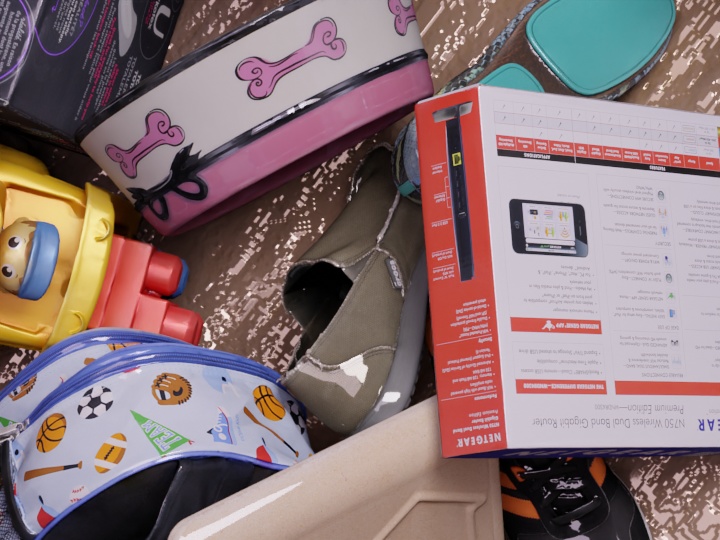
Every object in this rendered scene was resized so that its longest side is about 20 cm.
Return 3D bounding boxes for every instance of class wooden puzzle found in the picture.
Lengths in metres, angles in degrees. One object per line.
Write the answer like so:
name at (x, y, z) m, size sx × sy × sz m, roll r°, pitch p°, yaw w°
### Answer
wooden puzzle at (-0.010, 0.170, 1.272) m, size 0.185 × 0.201 × 0.046 m, roll -25°, pitch 37°, yaw -22°

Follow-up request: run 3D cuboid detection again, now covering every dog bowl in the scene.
dog bowl at (-0.049, -0.087, 1.328) m, size 0.200 × 0.200 × 0.074 m, roll -27°, pitch 90°, yaw 8°

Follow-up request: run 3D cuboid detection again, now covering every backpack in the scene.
backpack at (-0.112, 0.119, 1.301) m, size 0.190 × 0.200 × 0.154 m, roll -36°, pitch 57°, yaw 33°

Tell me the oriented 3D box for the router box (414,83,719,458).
router box at (0.121, 0.005, 1.272) m, size 0.049 × 0.200 × 0.180 m, roll -13°, pitch 77°, yaw 47°

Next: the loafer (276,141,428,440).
loafer at (0.000, 0.000, 1.318) m, size 0.069 × 0.200 × 0.075 m, roll 25°, pitch 133°, yaw -17°

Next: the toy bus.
toy bus at (-0.180, -0.003, 1.347) m, size 0.191 × 0.200 × 0.136 m, roll 17°, pitch 87°, yaw 7°

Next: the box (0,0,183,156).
box at (-0.184, -0.141, 1.357) m, size 0.106 × 0.200 × 0.123 m, roll 18°, pitch 87°, yaw 15°

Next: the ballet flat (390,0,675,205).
ballet flat at (0.088, -0.098, 1.344) m, size 0.200 × 0.074 × 0.074 m, roll -34°, pitch 73°, yaw -31°

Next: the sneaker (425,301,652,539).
sneaker at (0.088, 0.095, 1.319) m, size 0.070 × 0.090 × 0.201 m, roll -30°, pitch 77°, yaw 8°
